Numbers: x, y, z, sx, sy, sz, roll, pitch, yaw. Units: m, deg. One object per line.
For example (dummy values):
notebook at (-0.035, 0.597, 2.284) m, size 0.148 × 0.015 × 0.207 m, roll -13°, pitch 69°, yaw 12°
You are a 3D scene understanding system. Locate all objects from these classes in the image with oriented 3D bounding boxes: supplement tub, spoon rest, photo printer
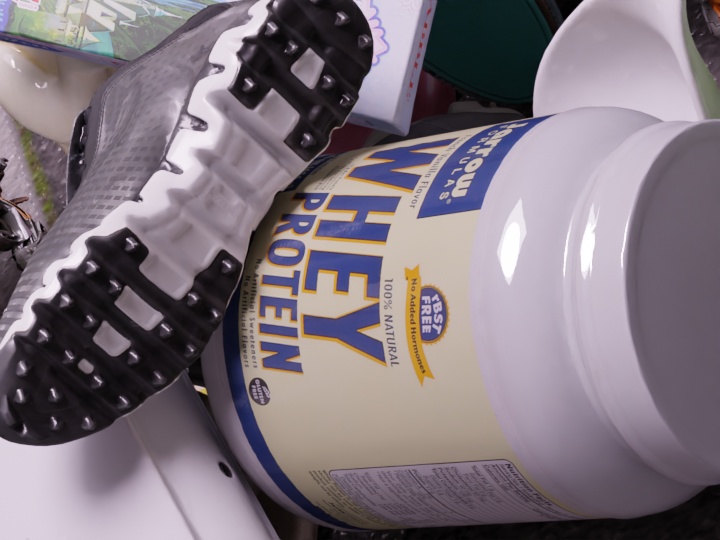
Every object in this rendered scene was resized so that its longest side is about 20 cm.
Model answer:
supplement tub at (0.055, 0.019, 1.015) m, size 0.200 × 0.145 × 0.145 m, roll -8°, pitch 46°, yaw 43°
spoon rest at (0.115, -0.088, 1.063) m, size 0.061 × 0.200 × 0.099 m, roll -21°, pitch 51°, yaw -39°
photo printer at (-0.103, 0.132, 1.051) m, size 0.166 × 0.069 × 0.200 m, roll -38°, pitch 72°, yaw 23°

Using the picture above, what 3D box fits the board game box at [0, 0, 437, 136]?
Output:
board game box at (-0.055, -0.173, 1.111) m, size 0.199 × 0.041 × 0.200 m, roll 13°, pitch 89°, yaw 8°

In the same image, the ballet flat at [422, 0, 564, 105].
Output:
ballet flat at (0.008, -0.147, 1.205) m, size 0.074 × 0.200 × 0.074 m, roll -48°, pitch 15°, yaw 17°

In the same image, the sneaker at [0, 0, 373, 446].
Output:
sneaker at (-0.078, -0.022, 1.020) m, size 0.200 × 0.066 × 0.090 m, roll -55°, pitch 33°, yaw -14°

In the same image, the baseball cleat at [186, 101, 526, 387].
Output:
baseball cleat at (0.000, 0.000, 1.154) m, size 0.200 × 0.070 × 0.106 m, roll -22°, pitch 61°, yaw -21°

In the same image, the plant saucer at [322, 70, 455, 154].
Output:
plant saucer at (-0.050, -0.048, 1.299) m, size 0.200 × 0.051 × 0.201 m, roll -29°, pitch 36°, yaw 23°

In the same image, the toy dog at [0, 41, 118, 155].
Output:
toy dog at (-0.117, -0.124, 1.226) m, size 0.140 × 0.200 × 0.194 m, roll -44°, pitch 32°, yaw -2°

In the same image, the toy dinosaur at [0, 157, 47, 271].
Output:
toy dinosaur at (-0.197, -0.007, 1.335) m, size 0.102 × 0.136 × 0.200 m, roll -25°, pitch 36°, yaw 26°

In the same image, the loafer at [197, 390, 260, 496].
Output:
loafer at (-0.125, 0.072, 1.162) m, size 0.200 × 0.068 × 0.076 m, roll -10°, pitch 48°, yaw 39°

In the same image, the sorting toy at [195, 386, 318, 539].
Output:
sorting toy at (-0.095, 0.118, 1.171) m, size 0.185 × 0.036 × 0.200 m, roll -24°, pitch 37°, yaw 28°

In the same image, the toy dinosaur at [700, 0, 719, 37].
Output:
toy dinosaur at (0.134, -0.154, 1.106) m, size 0.200 × 0.136 × 0.102 m, roll 1°, pitch 22°, yaw 3°
